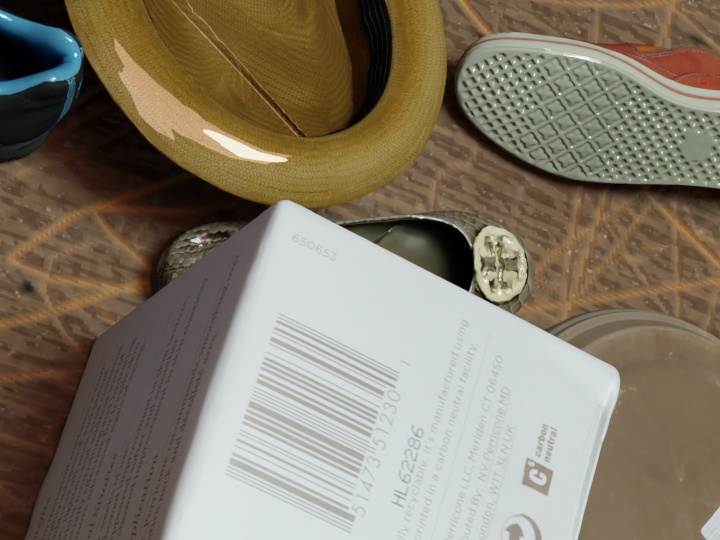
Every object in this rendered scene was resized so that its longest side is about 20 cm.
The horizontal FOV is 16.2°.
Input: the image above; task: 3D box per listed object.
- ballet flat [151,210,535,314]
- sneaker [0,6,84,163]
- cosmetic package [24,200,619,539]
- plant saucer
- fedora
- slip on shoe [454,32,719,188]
[{"bbox_3d":[0.000,0.000,1.178,0.200,0.046,0.067,1,73,-28],"label":"ballet flat"},{"bbox_3d":[-0.213,-0.109,1.078,0.200,0.082,0.073,16,68,-22],"label":"sneaker"},{"bbox_3d":[-0.027,0.102,1.037,0.166,0.200,0.167,26,63,-18],"label":"cosmetic package"},{"bbox_3d":[0.149,0.111,1.234,0.200,0.029,0.200,10,68,-26],"label":"plant saucer"},{"bbox_3d":[-0.058,-0.110,1.164,0.201,0.082,0.201,10,65,-22],"label":"fedora"},{"bbox_3d":[0.138,-0.085,1.280,0.200,0.074,0.061,8,35,-20],"label":"slip on shoe"}]
